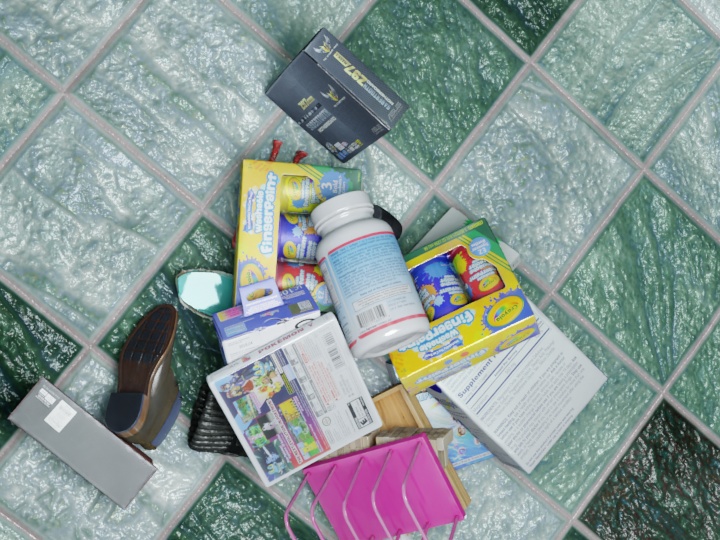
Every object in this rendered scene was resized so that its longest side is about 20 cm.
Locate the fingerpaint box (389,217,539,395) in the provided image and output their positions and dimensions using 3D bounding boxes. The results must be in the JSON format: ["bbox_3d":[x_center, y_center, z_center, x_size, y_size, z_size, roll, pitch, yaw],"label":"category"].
[{"bbox_3d":[0.119,0.048,1.499,0.199,0.073,0.168,-25,62,4],"label":"fingerpaint box"}]

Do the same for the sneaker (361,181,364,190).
[{"bbox_3d":[-0.044,-0.044,1.591,0.072,0.072,0.202,10,89,16],"label":"sneaker"}]

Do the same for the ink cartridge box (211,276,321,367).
[{"bbox_3d":[-0.113,0.109,1.444,0.135,0.076,0.201,-17,124,-12],"label":"ink cartridge box"}]

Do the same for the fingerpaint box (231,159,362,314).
[{"bbox_3d":[-0.089,-0.044,1.506,0.165,0.073,0.202,4,88,-10],"label":"fingerpaint box"}]

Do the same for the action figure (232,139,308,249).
[{"bbox_3d":[-0.137,-0.086,1.576,0.065,0.052,0.202,21,88,-16],"label":"action figure"}]

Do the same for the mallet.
[{"bbox_3d":[0.000,0.000,1.581,0.066,0.041,0.201,44,64,-47],"label":"mallet"}]

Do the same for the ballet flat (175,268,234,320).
[{"bbox_3d":[-0.168,0.045,1.558,0.198,0.072,0.072,13,88,-11],"label":"ballet flat"}]

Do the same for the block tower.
[{"bbox_3d":[0.031,0.255,1.560,0.198,0.054,0.058,-2,99,20],"label":"block tower"}]

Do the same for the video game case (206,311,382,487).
[{"bbox_3d":[-0.082,0.172,1.435,0.181,0.023,0.201,-27,125,-6],"label":"video game case"}]

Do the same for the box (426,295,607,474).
[{"bbox_3d":[0.215,0.155,1.583,0.200,0.105,0.184,44,80,-9],"label":"box"}]

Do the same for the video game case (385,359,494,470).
[{"bbox_3d":[0.156,0.197,1.647,0.198,0.045,0.183,-16,93,-12],"label":"video game case"}]

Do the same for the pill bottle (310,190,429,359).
[{"bbox_3d":[0.007,0.005,1.418,0.108,0.109,0.202,-18,77,-12],"label":"pill bottle"}]

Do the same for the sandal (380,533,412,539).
[{"bbox_3d":[0.046,0.414,1.613,0.079,0.059,0.208,-28,87,25],"label":"sandal"}]

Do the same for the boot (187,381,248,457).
[{"bbox_3d":[-0.147,0.173,1.557,0.157,0.079,0.213,19,86,-13],"label":"boot"}]

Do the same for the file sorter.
[{"bbox_3d":[0.016,0.335,1.493,0.199,0.126,0.140,-20,107,26],"label":"file sorter"}]

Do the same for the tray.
[{"bbox_3d":[0.071,0.270,1.597,0.098,0.037,0.201,-28,90,21],"label":"tray"}]

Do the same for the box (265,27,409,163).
[{"bbox_3d":[-0.037,-0.237,1.518,0.158,0.200,0.051,42,70,-11],"label":"box"}]

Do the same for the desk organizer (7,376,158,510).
[{"bbox_3d":[-0.379,0.232,1.503,0.200,0.077,0.072,41,82,-10],"label":"desk organizer"}]

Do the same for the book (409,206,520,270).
[{"bbox_3d":[0.121,0.020,1.601,0.133,0.048,0.200,36,77,29],"label":"book"}]

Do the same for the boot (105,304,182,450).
[{"bbox_3d":[-0.291,0.152,1.538,0.074,0.097,0.201,6,61,22],"label":"boot"}]
